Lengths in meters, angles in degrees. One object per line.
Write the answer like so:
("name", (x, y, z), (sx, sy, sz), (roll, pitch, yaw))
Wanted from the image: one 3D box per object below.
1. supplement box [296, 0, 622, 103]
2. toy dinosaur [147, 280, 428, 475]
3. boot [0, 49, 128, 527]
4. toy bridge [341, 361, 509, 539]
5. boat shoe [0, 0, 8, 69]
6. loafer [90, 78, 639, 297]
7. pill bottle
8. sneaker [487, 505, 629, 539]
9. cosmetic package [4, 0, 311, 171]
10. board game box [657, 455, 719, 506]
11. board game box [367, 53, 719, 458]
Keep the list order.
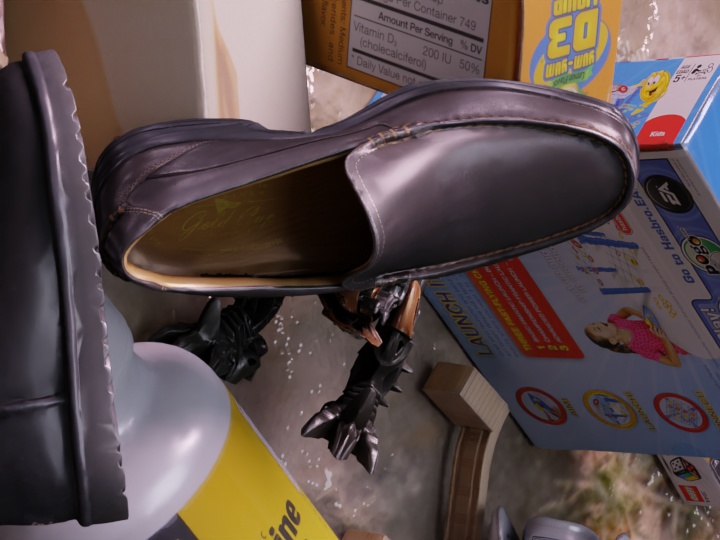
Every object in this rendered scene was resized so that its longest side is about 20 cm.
("supplement box", (0.007, -0.112, 0.990), (0.066, 0.199, 0.069), (-18, 124, -45))
("toy dinosaur", (0.000, 0.000, 1.034), (0.136, 0.102, 0.200), (-62, 149, 3))
("boot", (-0.185, 0.017, 0.844), (0.198, 0.066, 0.166), (-7, 86, -9))
("toy bridge", (0.017, 0.142, 1.131), (0.067, 0.027, 0.201), (47, 60, -36))
("boat shoe", (-0.153, -0.054, 0.921), (0.075, 0.071, 0.202), (10, 83, -46))
("loafer", (0.004, -0.020, 0.892), (0.072, 0.198, 0.073), (-100, -179, -66))
("pill bottle", (-0.080, 0.100, 0.970), (0.112, 0.111, 0.200), (-55, 127, -30))
("sneaker", (0.068, 0.166, 1.110), (0.200, 0.075, 0.116), (16, 84, -73))
("cosmetic package", (-0.084, -0.139, 0.965), (0.071, 0.105, 0.202), (-11, 97, -55))
("board game box", (0.200, 0.007, 1.316), (0.200, 0.034, 0.127), (-52, 124, -32))
("board game box", (0.117, -0.001, 1.114), (0.200, 0.195, 0.056), (54, 55, -32))
